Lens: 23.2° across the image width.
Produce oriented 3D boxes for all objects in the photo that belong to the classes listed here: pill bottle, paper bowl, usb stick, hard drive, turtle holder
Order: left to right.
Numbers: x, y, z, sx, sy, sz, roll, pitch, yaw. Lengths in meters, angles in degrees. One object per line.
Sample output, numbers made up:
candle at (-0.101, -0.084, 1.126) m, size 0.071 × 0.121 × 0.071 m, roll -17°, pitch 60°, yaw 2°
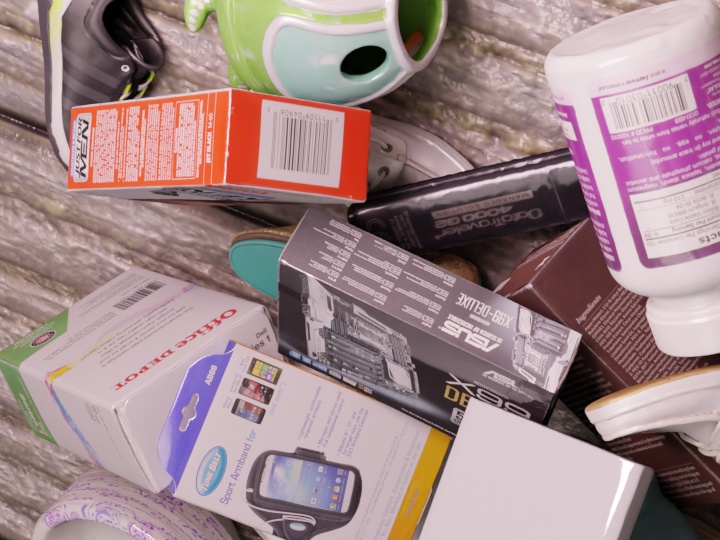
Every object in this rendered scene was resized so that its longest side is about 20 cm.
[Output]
paper bowl at (-0.186, 0.260, 1.569) m, size 0.200 × 0.104 × 0.201 m, roll 17°, pitch 129°, yaw 22°
turtle holder at (-0.021, -0.188, 1.101) m, size 0.131 × 0.141 × 0.186 m, roll 13°, pitch 128°, yaw 27°
usb stick at (0.090, -0.047, 1.168) m, size 0.200 × 0.033 × 0.056 m, roll -13°, pitch 126°, yaw 17°
hard drive at (0.091, 0.195, 1.099) m, size 0.132 × 0.026 × 0.200 m, roll 20°, pitch 89°, yaw 36°
pill bottle at (0.192, -0.054, 1.066) m, size 0.112 × 0.112 × 0.200 m, roll -8°, pitch 110°, yaw 37°

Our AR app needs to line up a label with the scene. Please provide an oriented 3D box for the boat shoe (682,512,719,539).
boat shoe at (0.207, 0.209, 1.295) m, size 0.200 × 0.069 × 0.074 m, roll 34°, pitch 134°, yaw 8°

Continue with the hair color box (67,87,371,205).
hair color box at (-0.096, -0.077, 1.146) m, size 0.200 × 0.111 × 0.064 m, roll 4°, pitch 89°, yaw 53°

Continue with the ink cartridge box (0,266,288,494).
ink cartridge box at (-0.166, 0.079, 1.350) m, size 0.200 × 0.145 × 0.084 m, roll 14°, pitch 132°, yaw 52°

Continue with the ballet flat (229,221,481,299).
ballet flat at (0.000, 0.000, 1.281) m, size 0.200 × 0.065 × 0.071 m, roll 18°, pitch 135°, yaw 24°

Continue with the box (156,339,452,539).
box at (-0.046, 0.133, 1.266) m, size 0.200 × 0.119 × 0.041 m, roll 23°, pitch 176°, yaw -10°

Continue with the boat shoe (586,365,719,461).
boat shoe at (0.241, 0.092, 1.095) m, size 0.071 × 0.200 × 0.069 m, roll 152°, pitch 109°, yaw -76°

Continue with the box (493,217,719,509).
box at (0.183, 0.067, 1.184) m, size 0.200 × 0.075 × 0.100 m, roll 44°, pitch 159°, yaw -5°

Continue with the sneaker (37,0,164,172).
sneaker at (-0.185, -0.143, 1.293) m, size 0.083 × 0.072 × 0.200 m, roll 12°, pitch 128°, yaw 25°

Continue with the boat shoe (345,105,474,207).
boat shoe at (-0.003, -0.072, 1.225) m, size 0.200 × 0.069 × 0.071 m, roll 30°, pitch 134°, yaw 12°

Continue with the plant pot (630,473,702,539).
plant pot at (0.148, 0.206, 1.176) m, size 0.200 × 0.200 × 0.135 m, roll -5°, pitch 97°, yaw 36°

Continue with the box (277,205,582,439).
box at (0.041, 0.049, 1.183) m, size 0.200 × 0.050 × 0.158 m, roll 26°, pitch 157°, yaw 8°

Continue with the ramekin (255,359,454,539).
ramekin at (-0.015, 0.156, 1.386) m, size 0.202 × 0.094 × 0.203 m, roll 18°, pitch 130°, yaw 22°
